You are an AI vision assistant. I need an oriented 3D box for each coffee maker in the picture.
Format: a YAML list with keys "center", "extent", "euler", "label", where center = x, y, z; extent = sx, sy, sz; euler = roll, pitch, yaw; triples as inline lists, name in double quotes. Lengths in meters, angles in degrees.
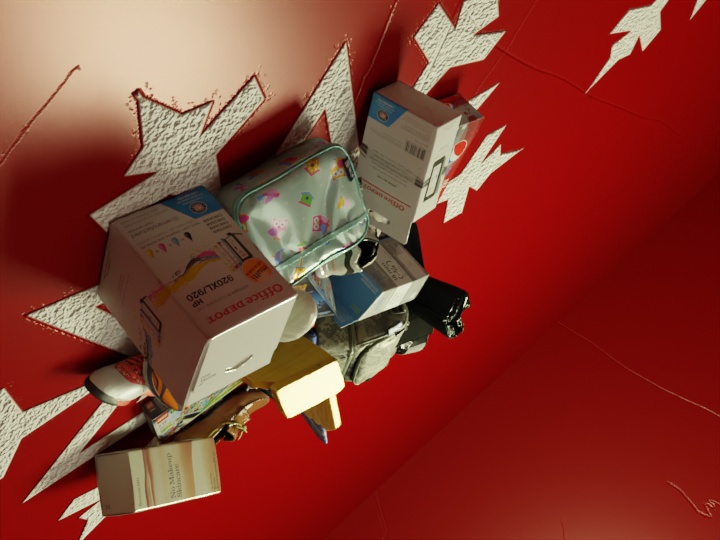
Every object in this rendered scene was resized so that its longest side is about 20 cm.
- center: [0.054, 0.101, 1.967]
  extent: [0.199, 0.135, 0.193]
  euler: [-23, 150, -45]
  label: "coffee maker"

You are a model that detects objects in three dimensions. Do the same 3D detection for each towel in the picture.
- center: [-0.089, 0.179, 1.724]
  extent: [0.024, 0.145, 0.203]
  euler: [-12, 109, -16]
  label: "towel"

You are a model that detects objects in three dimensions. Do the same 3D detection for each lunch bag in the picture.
- center: [-0.011, 0.112, 1.758]
  extent: [0.165, 0.141, 0.201]
  euler: [-5, 154, -12]
  label: "lunch bag"
- center: [-0.082, -0.074, 1.330]
  extent: [0.199, 0.077, 0.162]
  euler: [-31, 118, -23]
  label: "lunch bag"

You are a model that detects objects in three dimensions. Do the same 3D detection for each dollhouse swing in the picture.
- center: [-0.142, 0.186, 1.585]
  extent: [0.181, 0.199, 0.178]
  euler: [-23, 131, -40]
  label: "dollhouse swing"

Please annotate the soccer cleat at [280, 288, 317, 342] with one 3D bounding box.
- center: [-0.139, 0.065, 1.342]
  extent: [0.198, 0.070, 0.077]
  euler: [-8, 176, 44]
  label: "soccer cleat"

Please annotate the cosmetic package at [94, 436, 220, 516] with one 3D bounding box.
- center: [-0.337, 0.344, 1.676]
  extent: [0.086, 0.105, 0.199]
  euler: [-14, 172, 35]
  label: "cosmetic package"

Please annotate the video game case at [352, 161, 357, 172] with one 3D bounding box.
- center: [-0.066, -0.090, 1.499]
  extent: [0.182, 0.036, 0.200]
  euler: [-50, 159, 13]
  label: "video game case"

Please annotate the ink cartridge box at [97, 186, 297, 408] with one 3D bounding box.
- center: [-0.204, 0.031, 1.234]
  extent: [0.146, 0.200, 0.145]
  euler: [-27, 155, -39]
  label: "ink cartridge box"

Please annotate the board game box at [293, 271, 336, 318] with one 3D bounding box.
- center: [-0.134, 0.024, 1.472]
  extent: [0.197, 0.062, 0.200]
  euler: [-9, 159, -7]
  label: "board game box"

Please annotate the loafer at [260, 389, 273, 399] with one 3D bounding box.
- center: [-0.156, 0.195, 1.857]
  extent: [0.073, 0.073, 0.200]
  euler: [-52, 170, -1]
  label: "loafer"

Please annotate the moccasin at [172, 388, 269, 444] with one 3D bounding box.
- center: [-0.248, 0.288, 1.838]
  extent: [0.200, 0.078, 0.074]
  euler: [-31, 157, -32]
  label: "moccasin"

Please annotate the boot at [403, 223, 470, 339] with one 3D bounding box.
- center: [0.125, 0.011, 1.801]
  extent: [0.076, 0.167, 0.202]
  euler: [-29, 132, -42]
  label: "boot"

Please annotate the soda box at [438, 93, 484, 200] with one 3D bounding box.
- center: [0.122, -0.188, 1.626]
  extent: [0.070, 0.063, 0.201]
  euler: [-24, 153, -41]
  label: "soda box"

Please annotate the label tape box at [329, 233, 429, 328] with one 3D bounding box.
- center: [0.000, 0.000, 1.645]
  extent: [0.199, 0.144, 0.064]
  euler: [-19, 150, -49]
  label: "label tape box"

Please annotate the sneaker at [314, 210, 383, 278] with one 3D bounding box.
- center: [0.001, -0.038, 1.493]
  extent: [0.200, 0.079, 0.075]
  euler: [-48, 135, -57]
  label: "sneaker"

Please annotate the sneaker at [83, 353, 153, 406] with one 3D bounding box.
- center: [-0.307, 0.132, 1.441]
  extent: [0.108, 0.067, 0.201]
  euler: [-54, 158, 12]
  label: "sneaker"

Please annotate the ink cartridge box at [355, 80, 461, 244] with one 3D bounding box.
- center: [0.060, -0.154, 1.438]
  extent: [0.068, 0.115, 0.202]
  euler: [-33, 147, -45]
  label: "ink cartridge box"

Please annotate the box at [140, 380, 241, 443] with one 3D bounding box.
- center: [-0.272, 0.201, 1.682]
  extent: [0.199, 0.035, 0.110]
  euler: [-37, 159, -19]
  label: "box"

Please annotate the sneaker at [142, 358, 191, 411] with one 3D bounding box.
- center: [-0.243, 0.124, 1.368]
  extent: [0.077, 0.111, 0.202]
  euler: [-34, 130, -35]
  label: "sneaker"
